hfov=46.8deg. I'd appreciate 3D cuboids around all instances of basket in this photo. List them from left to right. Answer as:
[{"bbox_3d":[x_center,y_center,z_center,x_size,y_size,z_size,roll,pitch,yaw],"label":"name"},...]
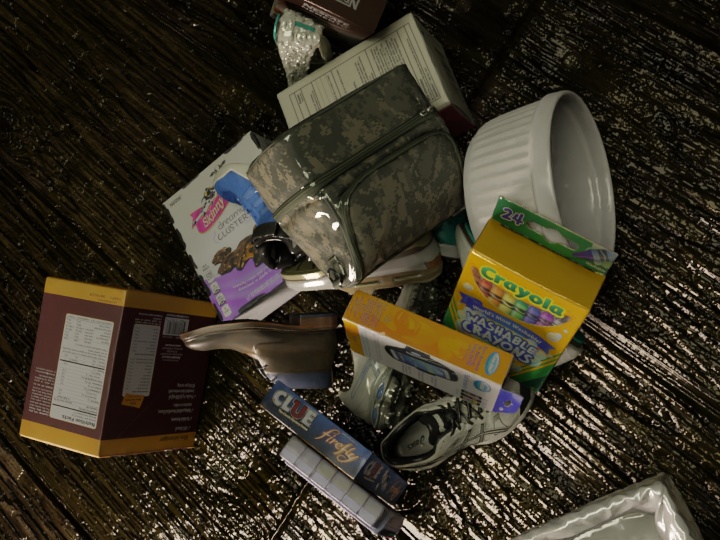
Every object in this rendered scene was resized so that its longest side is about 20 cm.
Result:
[{"bbox_3d":[0.261,0.328,0.822,0.197,0.161,0.201,-30,72,19],"label":"basket"}]

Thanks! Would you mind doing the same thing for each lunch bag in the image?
[{"bbox_3d":[0.009,-0.094,0.872,0.168,0.200,0.139,58,151,-5],"label":"lunch bag"}]

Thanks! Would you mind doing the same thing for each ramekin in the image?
[{"bbox_3d":[0.191,-0.081,0.890,0.104,0.200,0.202,-9,80,34],"label":"ramekin"}]

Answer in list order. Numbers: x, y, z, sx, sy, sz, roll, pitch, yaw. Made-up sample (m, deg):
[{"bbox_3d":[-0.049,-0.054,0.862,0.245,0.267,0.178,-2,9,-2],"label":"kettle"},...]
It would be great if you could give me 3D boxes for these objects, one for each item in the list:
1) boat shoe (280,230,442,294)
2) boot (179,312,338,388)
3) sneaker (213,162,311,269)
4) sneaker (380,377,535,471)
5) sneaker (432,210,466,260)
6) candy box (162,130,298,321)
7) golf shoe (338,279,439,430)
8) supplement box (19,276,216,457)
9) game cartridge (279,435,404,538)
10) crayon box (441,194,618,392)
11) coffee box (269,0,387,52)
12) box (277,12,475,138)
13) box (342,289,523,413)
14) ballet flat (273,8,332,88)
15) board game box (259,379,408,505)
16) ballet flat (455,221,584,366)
[{"bbox_3d":[0.000,0.000,0.975,0.199,0.075,0.069,-12,122,27],"label":"boat shoe"},{"bbox_3d":[-0.121,0.107,1.037,0.198,0.075,0.098,-4,90,-13],"label":"boot"},{"bbox_3d":[-0.115,-0.062,0.991,0.199,0.077,0.112,9,78,37],"label":"sneaker"},{"bbox_3d":[0.111,0.174,0.951,0.200,0.088,0.076,-37,68,15],"label":"sneaker"},{"bbox_3d":[0.043,-0.094,1.015,0.199,0.084,0.122,16,96,18],"label":"sneaker"},{"bbox_3d":[-0.147,-0.052,1.105,0.167,0.071,0.201,-36,71,17],"label":"candy box"},{"bbox_3d":[0.028,0.087,1.009,0.097,0.078,0.202,20,91,32],"label":"golf shoe"},{"bbox_3d":[-0.309,0.125,1.090,0.132,0.197,0.202,8,86,25],"label":"supplement box"},{"bbox_3d":[-0.014,0.248,0.934,0.129,0.200,0.038,38,80,20],"label":"game cartridge"},{"bbox_3d":[0.160,0.030,0.838,0.125,0.201,0.052,28,55,12],"label":"crayon box"},{"bbox_3d":[-0.039,-0.334,1.005,0.114,0.200,0.080,22,93,-12],"label":"coffee box"},{"bbox_3d":[0.020,-0.197,1.025,0.199,0.109,0.129,-26,75,20],"label":"box"},{"bbox_3d":[0.081,0.092,0.885,0.199,0.119,0.042,21,71,11],"label":"box"},{"bbox_3d":[-0.066,-0.260,1.039,0.071,0.200,0.072,0,84,1],"label":"ballet flat"},{"bbox_3d":[-0.025,0.201,0.948,0.135,0.200,0.035,33,79,24],"label":"board game box"},{"bbox_3d":[0.165,0.034,0.948,0.069,0.069,0.200,-46,79,13],"label":"ballet flat"}]
